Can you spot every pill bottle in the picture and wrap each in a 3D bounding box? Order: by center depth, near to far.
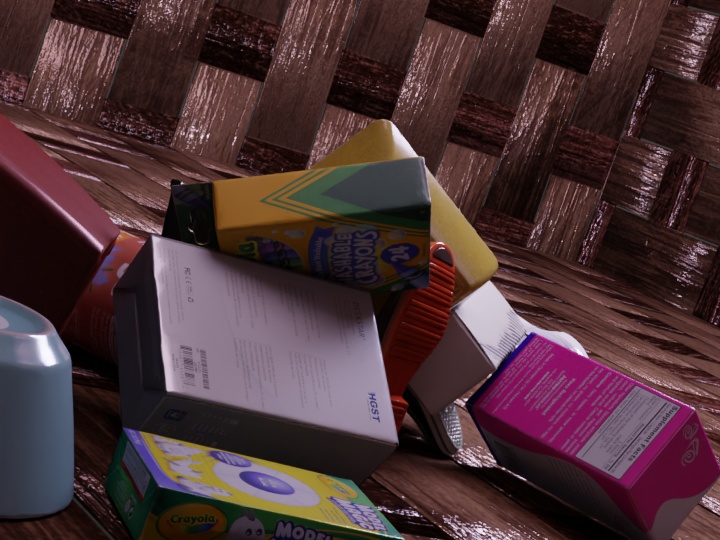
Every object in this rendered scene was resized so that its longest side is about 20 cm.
[{"bbox_3d":[-0.163,0.045,1.524,0.200,0.112,0.112,23,8,29],"label":"pill bottle"}]

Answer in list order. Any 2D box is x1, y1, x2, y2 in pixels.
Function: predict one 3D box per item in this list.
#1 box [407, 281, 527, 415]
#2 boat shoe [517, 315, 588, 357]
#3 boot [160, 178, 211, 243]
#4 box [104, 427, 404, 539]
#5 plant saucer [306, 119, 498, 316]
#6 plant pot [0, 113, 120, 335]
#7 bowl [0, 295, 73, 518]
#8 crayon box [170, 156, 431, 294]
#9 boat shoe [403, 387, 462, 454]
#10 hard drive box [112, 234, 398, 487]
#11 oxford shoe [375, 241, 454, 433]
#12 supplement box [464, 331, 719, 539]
[{"bbox_3d":[0.095,0.069,1.663,0.068,0.082,0.200,53,17,1],"label":"box"},{"bbox_3d":[0.214,0.101,2.308,0.068,0.072,0.200,-13,33,-35],"label":"boat shoe"},{"bbox_3d":[-0.182,-0.005,1.651,0.198,0.163,0.073,21,9,26],"label":"boot"},{"bbox_3d":[-0.059,0.162,1.168,0.200,0.048,0.117,18,7,-23],"label":"box"},{"bbox_3d":[0.000,0.000,1.543,0.200,0.200,0.048,50,7,-32],"label":"plant saucer"},{"bbox_3d":[-0.296,-0.009,1.347,0.176,0.200,0.200,31,6,-6],"label":"plant pot"},{"bbox_3d":[-0.262,0.069,1.112,0.201,0.105,0.201,19,8,-3],"label":"bowl"},{"bbox_3d":[-0.045,-0.026,1.420,0.200,0.052,0.126,-6,-31,-2],"label":"crayon box"},{"bbox_3d":[0.030,0.096,1.680,0.200,0.062,0.075,56,14,17],"label":"boat shoe"},{"bbox_3d":[-0.082,0.074,1.364,0.200,0.077,0.156,15,44,-27],"label":"hard drive box"},{"bbox_3d":[0.016,0.062,1.510,0.073,0.200,0.071,22,-5,39],"label":"oxford shoe"},{"bbox_3d":[0.209,0.152,1.596,0.200,0.103,0.101,28,-24,43],"label":"supplement box"}]
